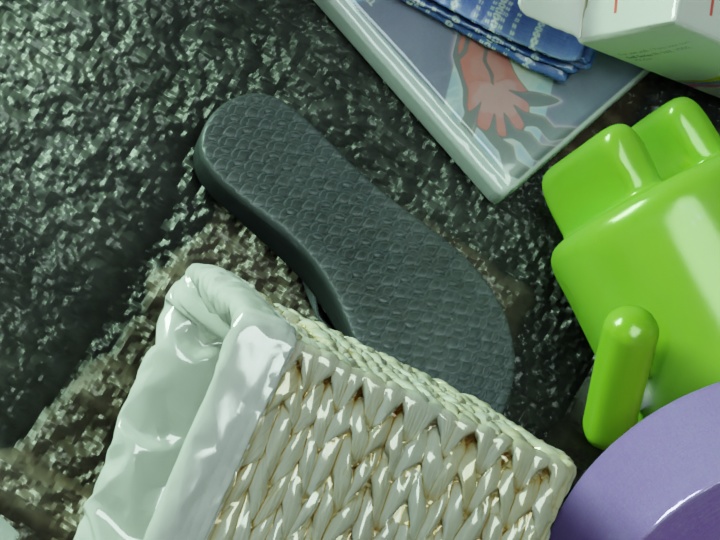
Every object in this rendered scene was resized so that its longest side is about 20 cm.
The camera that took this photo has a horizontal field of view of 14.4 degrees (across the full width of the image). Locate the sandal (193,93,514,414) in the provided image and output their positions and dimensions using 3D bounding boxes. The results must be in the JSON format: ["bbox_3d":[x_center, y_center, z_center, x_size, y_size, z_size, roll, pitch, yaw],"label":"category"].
[{"bbox_3d":[0.000,-0.001,1.349,0.076,0.043,0.200,-35,79,-25],"label":"sandal"}]

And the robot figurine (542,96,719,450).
[{"bbox_3d":[0.166,0.022,1.337,0.175,0.116,0.200,-23,83,-35],"label":"robot figurine"}]

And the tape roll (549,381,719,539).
[{"bbox_3d":[0.183,0.146,1.278,0.200,0.066,0.200,-7,121,-12],"label":"tape roll"}]

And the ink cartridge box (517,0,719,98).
[{"bbox_3d":[0.171,-0.151,1.356,0.200,0.067,0.117,16,76,-39],"label":"ink cartridge box"}]

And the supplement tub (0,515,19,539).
[{"bbox_3d":[-0.259,0.091,1.210,0.200,0.145,0.145,42,72,-1],"label":"supplement tub"}]

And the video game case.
[{"bbox_3d":[0.067,-0.164,1.406,0.182,0.023,0.200,-41,89,-18],"label":"video game case"}]

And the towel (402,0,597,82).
[{"bbox_3d":[0.047,-0.195,1.386,0.200,0.024,0.145,27,72,-5],"label":"towel"}]

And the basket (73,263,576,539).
[{"bbox_3d":[-0.031,0.119,1.210,0.161,0.198,0.200,22,92,-11],"label":"basket"}]
